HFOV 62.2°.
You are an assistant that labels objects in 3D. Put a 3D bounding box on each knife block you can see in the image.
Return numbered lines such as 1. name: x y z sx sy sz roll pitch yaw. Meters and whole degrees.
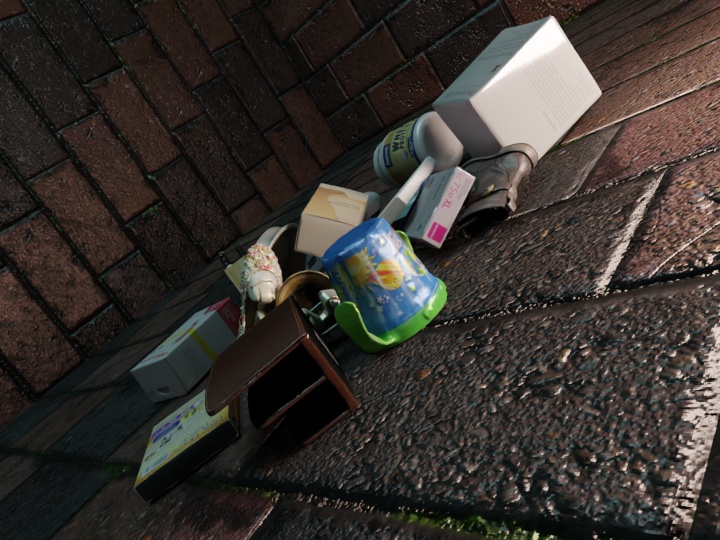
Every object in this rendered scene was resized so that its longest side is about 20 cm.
1. knife block: -0.235 0.009 1.220 0.064 0.176 0.200 -36 -7 -11

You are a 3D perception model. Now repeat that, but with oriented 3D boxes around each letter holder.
1. letter holder: -0.101 0.131 0.714 0.141 0.101 0.200 -37 14 -4

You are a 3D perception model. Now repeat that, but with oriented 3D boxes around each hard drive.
1. hard drive: 0.069 -0.124 1.095 0.132 0.027 0.200 -49 3 37

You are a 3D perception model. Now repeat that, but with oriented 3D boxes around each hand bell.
1. hand bell: -0.083 0.055 1.001 0.103 0.105 0.200 -35 1 -3

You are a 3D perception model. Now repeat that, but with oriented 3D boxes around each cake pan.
1. cake pan: -0.151 0.014 1.049 0.036 0.203 0.201 13 33 15

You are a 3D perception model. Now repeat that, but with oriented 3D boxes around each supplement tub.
1. supplement tub: 0.133 -0.281 1.430 0.144 0.145 0.199 -42 16 -30

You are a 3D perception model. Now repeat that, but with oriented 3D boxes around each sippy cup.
1. sippy cup: 0.021 0.011 0.758 0.139 0.131 0.178 -35 14 -1

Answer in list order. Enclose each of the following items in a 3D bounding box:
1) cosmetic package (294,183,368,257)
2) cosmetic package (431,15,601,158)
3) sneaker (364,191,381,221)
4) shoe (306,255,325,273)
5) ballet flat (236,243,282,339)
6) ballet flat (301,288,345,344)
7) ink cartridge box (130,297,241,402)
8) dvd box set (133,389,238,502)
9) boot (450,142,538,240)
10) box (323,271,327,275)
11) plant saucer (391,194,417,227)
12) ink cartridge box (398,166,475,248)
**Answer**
1. cosmetic package: -0.048 -0.090 1.081 0.201 0.103 0.072 -79 2 -67
2. cosmetic package: 0.271 -0.302 1.054 0.200 0.166 0.167 -45 21 -2
3. sneaker: -0.001 -0.101 1.287 0.199 0.080 0.129 -41 17 -23
4. shoe: -0.072 -0.015 1.204 0.090 0.072 0.200 -12 -19 -37
5. ballet flat: -0.152 0.062 0.924 0.074 0.204 0.064 1 5 -22
6. ballet flat: -0.059 0.072 0.852 0.199 0.072 0.069 -39 44 -13
7. ink cartridge box: -0.338 0.158 1.196 0.144 0.084 0.200 -22 19 40
8. dvd box set: -0.239 0.227 0.847 0.145 0.030 0.200 -36 13 -7
9. boot: 0.181 -0.111 0.934 0.199 0.069 0.175 -28 22 52
10. box: 0.000 0.000 1.044 0.144 0.037 0.200 -37 13 -9
11. plant saucer: 0.132 -0.146 1.235 0.198 0.028 0.200 -32 14 9
12. ink cartridge box: 0.117 -0.100 0.972 0.121 0.041 0.200 -63 10 1
